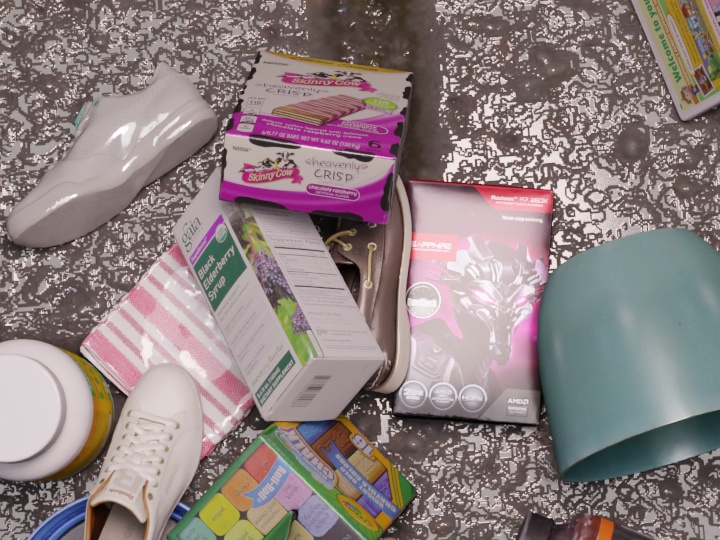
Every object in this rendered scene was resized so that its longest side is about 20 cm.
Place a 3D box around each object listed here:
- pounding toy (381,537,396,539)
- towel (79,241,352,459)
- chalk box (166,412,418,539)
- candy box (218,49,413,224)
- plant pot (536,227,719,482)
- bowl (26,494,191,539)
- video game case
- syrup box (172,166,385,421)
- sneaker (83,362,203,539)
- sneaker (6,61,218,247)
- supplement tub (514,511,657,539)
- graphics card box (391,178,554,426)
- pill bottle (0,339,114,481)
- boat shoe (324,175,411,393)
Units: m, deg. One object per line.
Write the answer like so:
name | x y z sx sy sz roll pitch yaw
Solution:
pounding toy | 0.020 0.343 1.688 0.184 0.142 0.200 44 87 4
towel | -0.119 0.039 1.778 0.146 0.030 0.200 42 86 4
chalk box | -0.058 0.197 1.662 0.124 0.200 0.125 45 107 5
candy box | -0.032 -0.111 1.707 0.136 0.200 0.061 8 114 1
plant pot | 0.231 0.062 1.693 0.200 0.201 0.161 -16 74 -1
bowl | -0.193 0.281 1.750 0.200 0.039 0.201 0 84 1
video game case | 0.289 -0.246 1.735 0.022 0.182 0.200 -18 83 -37
syrup box | -0.068 0.017 1.681 0.079 0.081 0.200 -51 53 33
sneaker | -0.174 0.165 1.703 0.073 0.085 0.200 12 73 5
sneaker | -0.222 -0.099 1.782 0.200 0.075 0.089 -35 72 -8
supplement tub | 0.215 0.264 1.710 0.200 0.107 0.107 21 85 3
graphics card box | 0.093 0.027 1.765 0.125 0.051 0.201 5 85 1
pill bottle | -0.263 0.112 1.687 0.111 0.200 0.111 0 84 1
boat shoe | 0.000 0.000 1.745 0.059 0.072 0.201 8 74 -32
